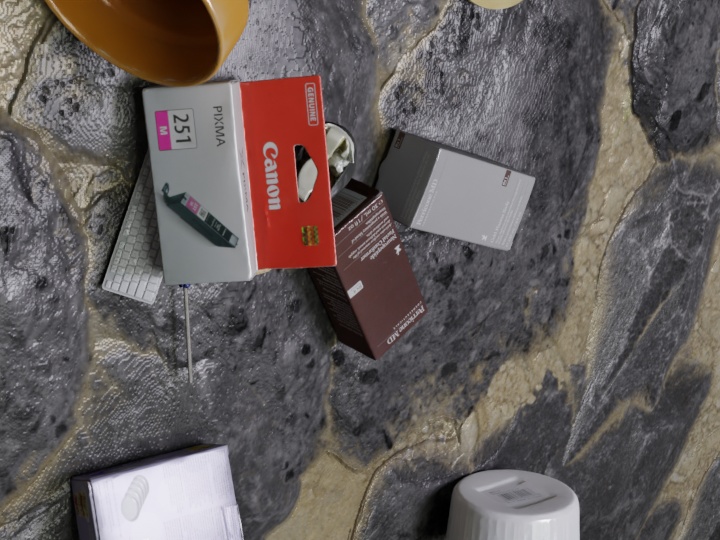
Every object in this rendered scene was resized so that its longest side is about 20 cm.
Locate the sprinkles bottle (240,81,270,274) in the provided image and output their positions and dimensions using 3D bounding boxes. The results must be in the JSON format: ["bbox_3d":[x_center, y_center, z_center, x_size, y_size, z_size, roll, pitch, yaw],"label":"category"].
[{"bbox_3d":[-0.125,-0.097,1.330,0.068,0.068,0.201,-19,121,-37],"label":"sprinkles bottle"}]

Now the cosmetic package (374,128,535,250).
[{"bbox_3d":[0.115,-0.098,1.548,0.200,0.090,0.107,7,106,-48],"label":"cosmetic package"}]

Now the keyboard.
[{"bbox_3d":[-0.208,-0.067,1.285,0.056,0.011,0.201,19,96,-8],"label":"keyboard"}]

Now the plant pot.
[{"bbox_3d":[-0.168,-0.301,1.126,0.184,0.200,0.200,-61,139,-28],"label":"plant pot"}]

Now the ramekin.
[{"bbox_3d":[0.218,0.359,1.778,0.200,0.200,0.098,-10,108,-41],"label":"ramekin"}]

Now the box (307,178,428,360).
[{"bbox_3d":[0.000,0.000,1.492,0.100,0.075,0.200,-43,134,-22],"label":"box"}]

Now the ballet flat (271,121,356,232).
[{"bbox_3d":[-0.041,-0.111,1.346,0.068,0.068,0.200,-56,-173,45],"label":"ballet flat"}]

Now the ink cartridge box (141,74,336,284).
[{"bbox_3d":[-0.119,-0.090,1.249,0.044,0.173,0.201,-55,141,-76],"label":"ink cartridge box"}]

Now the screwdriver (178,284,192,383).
[{"bbox_3d":[-0.190,0.034,1.352,0.029,0.028,0.201,-40,135,-64],"label":"screwdriver"}]

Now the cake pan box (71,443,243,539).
[{"bbox_3d":[-0.217,0.307,1.387,0.184,0.052,0.201,-11,92,-39],"label":"cake pan box"}]

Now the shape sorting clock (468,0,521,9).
[{"bbox_3d":[0.166,-0.413,1.487,0.199,0.039,0.201,-18,120,-36],"label":"shape sorting clock"}]
